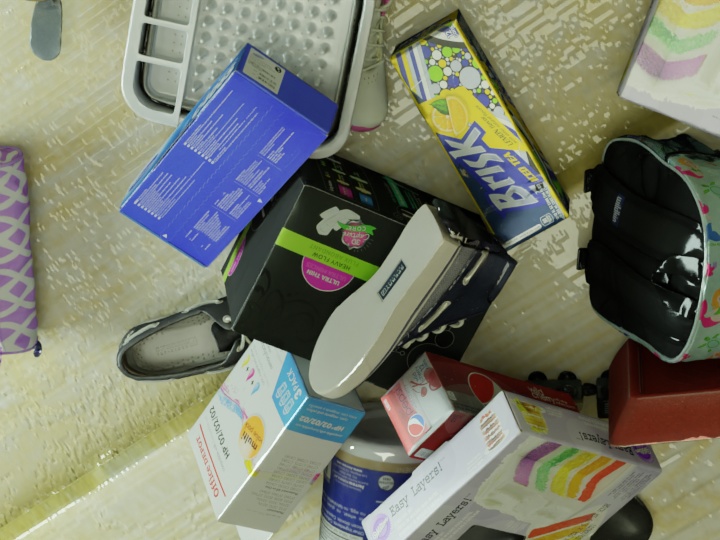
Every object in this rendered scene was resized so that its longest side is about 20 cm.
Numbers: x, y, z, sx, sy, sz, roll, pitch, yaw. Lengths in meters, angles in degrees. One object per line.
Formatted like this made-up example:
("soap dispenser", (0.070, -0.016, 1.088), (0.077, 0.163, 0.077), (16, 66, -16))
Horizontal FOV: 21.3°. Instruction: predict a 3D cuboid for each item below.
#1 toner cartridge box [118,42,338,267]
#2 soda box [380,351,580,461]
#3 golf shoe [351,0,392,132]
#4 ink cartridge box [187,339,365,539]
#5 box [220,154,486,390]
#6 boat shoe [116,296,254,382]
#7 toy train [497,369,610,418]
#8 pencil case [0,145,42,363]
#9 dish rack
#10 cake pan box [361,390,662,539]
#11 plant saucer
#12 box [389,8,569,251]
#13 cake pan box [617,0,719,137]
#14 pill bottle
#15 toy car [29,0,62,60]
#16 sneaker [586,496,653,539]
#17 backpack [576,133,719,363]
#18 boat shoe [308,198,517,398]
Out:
("toner cartridge box", (-0.112, -0.093, 1.606), (0.095, 0.043, 0.200), (35, 130, -14))
("soda box", (0.114, 0.132, 1.652), (0.199, 0.070, 0.063), (19, 123, -43))
("golf shoe", (-0.009, -0.215, 1.637), (0.091, 0.075, 0.201), (-3, 112, 45))
("ink cartridge box", (-0.089, 0.153, 1.734), (0.068, 0.115, 0.200), (17, 121, -34))
("box", (0.000, 0.000, 1.663), (0.199, 0.124, 0.149), (21, 109, -18))
("boat shoe", (-0.129, 0.057, 1.755), (0.199, 0.060, 0.074), (-12, 100, 10))
("toy train", (0.171, 0.118, 1.751), (0.199, 0.034, 0.046), (-2, 117, 7))
("pencil case", (-0.341, -0.015, 1.748), (0.083, 0.086, 0.201), (-1, 106, 6))
("dish rack", (-0.092, -0.194, 1.605), (0.199, 0.044, 0.173), (14, 112, 4))
("cake pan box", (0.127, 0.194, 1.629), (0.184, 0.052, 0.200), (21, 125, -38))
("plant saucer", (0.310, 0.090, 1.635), (0.199, 0.200, 0.037), (-5, 106, 9))
("box", (0.106, -0.122, 1.669), (0.070, 0.064, 0.201), (-29, 101, 14))
("cake pan box", (0.339, -0.196, 1.608), (0.199, 0.052, 0.185), (23, 104, 0))
("pill bottle", (0.022, 0.233, 1.758), (0.119, 0.120, 0.201), (6, 108, 6))
("toy car", (-0.280, -0.277, 1.637), (0.164, 0.158, 0.200), (26, 120, -10))
("sneaker", (0.174, 0.217, 1.752), (0.199, 0.089, 0.074), (23, 107, -1))
("backpack", (0.283, -0.014, 1.610), (0.150, 0.200, 0.179), (1, 107, -14))
("boat shoe", (0.046, 0.038, 1.583), (0.092, 0.075, 0.200), (21, 120, -35))
